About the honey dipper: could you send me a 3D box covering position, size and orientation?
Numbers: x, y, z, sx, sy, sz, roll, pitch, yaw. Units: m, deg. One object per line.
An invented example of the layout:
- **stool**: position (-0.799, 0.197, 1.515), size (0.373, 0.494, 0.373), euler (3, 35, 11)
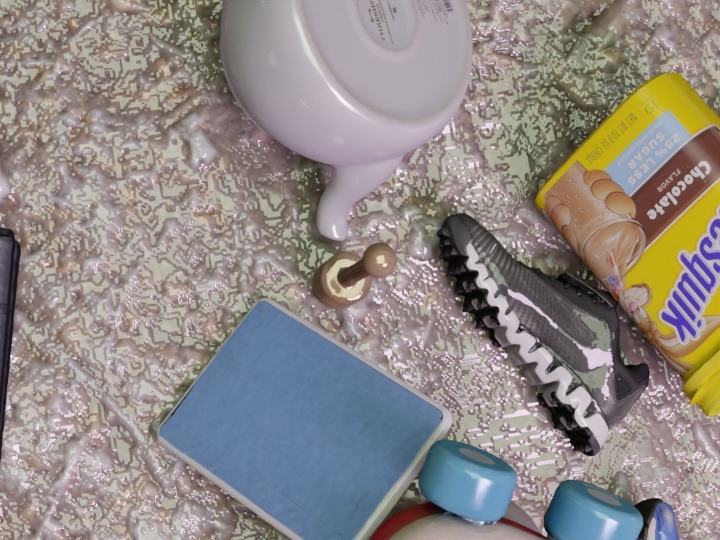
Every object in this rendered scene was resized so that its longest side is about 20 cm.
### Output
- **honey dipper**: position (0.000, 0.000, 1.438), size (0.038, 0.200, 0.038), euler (1, 84, -10)

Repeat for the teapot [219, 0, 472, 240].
- **teapot**: position (-0.029, -0.160, 1.485), size (0.197, 0.146, 0.201), euler (34, 57, -29)

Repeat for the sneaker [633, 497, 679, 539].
- **sneaker**: position (0.234, 0.258, 1.521), size (0.089, 0.078, 0.201), euler (-15, 95, -17)

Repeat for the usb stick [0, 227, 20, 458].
- **usb stick**: position (-0.271, 0.069, 1.474), size (0.055, 0.033, 0.202), euler (5, 84, -9)

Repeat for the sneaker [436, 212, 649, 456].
- **sneaker**: position (0.136, 0.030, 1.528), size (0.090, 0.066, 0.200), euler (-38, 95, -13)

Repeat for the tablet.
- **tablet**: position (-0.041, 0.107, 1.450), size (0.200, 0.014, 0.130), euler (30, 78, 39)

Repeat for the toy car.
- **toy car**: position (0.068, 0.200, 1.434), size (0.176, 0.200, 0.185), euler (19, 99, -16)

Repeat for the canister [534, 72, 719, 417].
- **canister**: position (0.234, -0.020, 1.490), size (0.149, 0.086, 0.200), euler (-46, 73, 24)
